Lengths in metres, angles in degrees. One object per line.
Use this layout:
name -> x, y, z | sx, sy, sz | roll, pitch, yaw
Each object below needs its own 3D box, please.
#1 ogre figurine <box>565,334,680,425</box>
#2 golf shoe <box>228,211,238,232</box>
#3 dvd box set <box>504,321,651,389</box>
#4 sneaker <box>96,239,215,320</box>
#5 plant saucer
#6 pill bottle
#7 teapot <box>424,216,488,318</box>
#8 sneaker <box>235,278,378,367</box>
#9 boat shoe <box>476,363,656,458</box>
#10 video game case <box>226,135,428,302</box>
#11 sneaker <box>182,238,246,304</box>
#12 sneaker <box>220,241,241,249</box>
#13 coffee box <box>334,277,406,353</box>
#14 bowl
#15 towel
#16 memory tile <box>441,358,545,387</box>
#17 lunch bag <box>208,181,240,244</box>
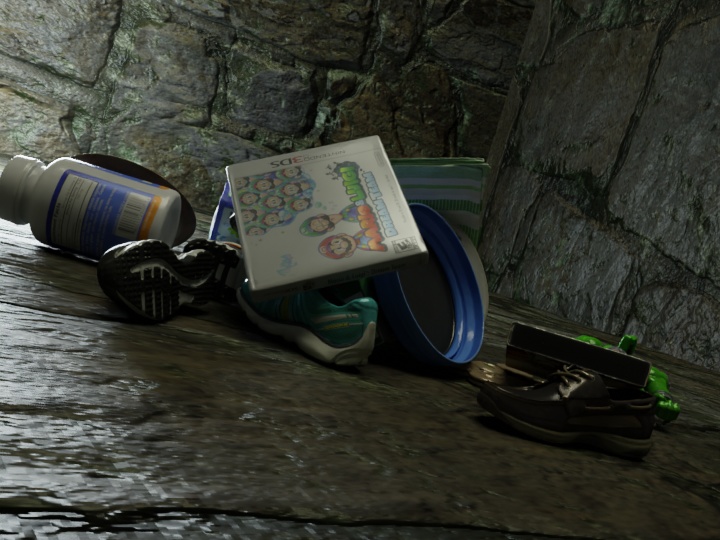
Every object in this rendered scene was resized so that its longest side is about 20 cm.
ogre figurine -> 0.349, 0.139, 1.064 | 0.200, 0.098, 0.120 | 6, 8, 35
golf shoe -> -0.080, -0.028, 0.945 | 0.095, 0.078, 0.200 | 48, 14, 23
dvd box set -> 0.238, 0.107, 0.879 | 0.146, 0.029, 0.200 | 17, -10, 13
sneaker -> -0.210, 0.009, 0.750 | 0.080, 0.074, 0.200 | 3, -3, 9
plant saucer -> -0.327, -0.082, 1.060 | 0.200, 0.032, 0.200 | 10, -32, 7
pill bottle -> -0.333, -0.073, 0.947 | 0.200, 0.112, 0.112 | 17, 4, -3
teapot -> 0.073, 0.024, 1.075 | 0.146, 0.200, 0.197 | -19, 5, 35
sneaker -> -0.054, 0.039, 0.817 | 0.200, 0.080, 0.077 | 20, 5, 42
boat shoe -> 0.202, 0.125, 0.746 | 0.200, 0.073, 0.074 | 15, 4, -25
video game case -> -0.042, -0.063, 0.827 | 0.182, 0.024, 0.200 | -12, 48, -7
sneaker -> -0.126, 0.017, 0.954 | 0.200, 0.067, 0.090 | 22, 2, 12
sneaker -> -0.118, 0.006, 1.081 | 0.200, 0.076, 0.092 | 18, -1, 1
coffee box -> 0.000, 0.000, 0.910 | 0.044, 0.200, 0.123 | -28, -16, 22
bowl -> 0.081, 0.019, 0.919 | 0.039, 0.201, 0.201 | -21, -19, 31
towel -> 0.102, -0.081, 1.100 | 0.152, 0.023, 0.200 | 0, -39, 3
memory tile -> 0.204, 0.144, 0.919 | 0.153, 0.017, 0.200 | 15, 4, -37
lunch bag -> -0.138, -0.055, 1.156 | 0.170, 0.128, 0.200 | 15, -13, -11
